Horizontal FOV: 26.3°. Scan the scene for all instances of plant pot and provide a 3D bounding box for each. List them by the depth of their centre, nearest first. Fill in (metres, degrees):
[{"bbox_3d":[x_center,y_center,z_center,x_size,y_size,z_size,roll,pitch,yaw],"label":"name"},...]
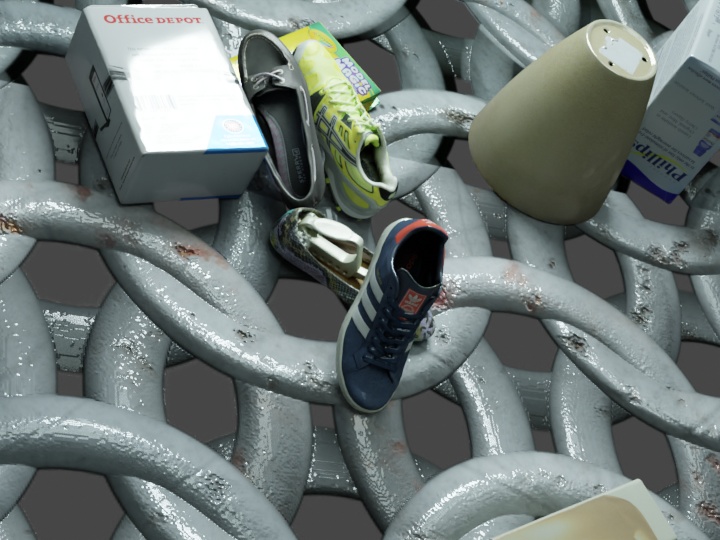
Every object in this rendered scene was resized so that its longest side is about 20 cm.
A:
[{"bbox_3d":[0.253,-0.187,1.784,0.187,0.200,0.188,16,48,-18],"label":"plant pot"}]

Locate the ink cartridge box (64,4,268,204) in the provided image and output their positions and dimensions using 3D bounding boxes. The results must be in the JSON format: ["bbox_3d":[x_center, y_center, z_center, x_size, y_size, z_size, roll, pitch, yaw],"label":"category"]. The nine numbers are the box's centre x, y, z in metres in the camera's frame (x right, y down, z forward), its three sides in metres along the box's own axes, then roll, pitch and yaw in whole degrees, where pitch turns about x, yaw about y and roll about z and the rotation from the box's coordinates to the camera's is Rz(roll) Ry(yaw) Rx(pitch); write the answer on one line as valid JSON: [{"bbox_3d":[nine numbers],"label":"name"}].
[{"bbox_3d":[-0.203,-0.175,1.597,0.146,0.084,0.200,-5,56,-32],"label":"ink cartridge box"}]

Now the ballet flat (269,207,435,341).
[{"bbox_3d":[0.000,0.000,1.580,0.200,0.072,0.072,34,45,-1],"label":"ballet flat"}]

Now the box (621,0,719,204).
[{"bbox_3d":[0.409,-0.218,1.897,0.105,0.200,0.184,33,45,-3],"label":"box"}]

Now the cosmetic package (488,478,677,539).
[{"bbox_3d":[0.188,0.273,1.438,0.200,0.105,0.071,-15,63,-35],"label":"cosmetic package"}]

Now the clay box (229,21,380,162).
[{"bbox_3d":[-0.066,-0.207,1.725,0.115,0.048,0.200,49,48,11],"label":"clay box"}]

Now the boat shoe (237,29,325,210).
[{"bbox_3d":[-0.081,-0.159,1.605,0.067,0.057,0.201,-17,89,2],"label":"boat shoe"}]

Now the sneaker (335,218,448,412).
[{"bbox_3d":[0.035,0.041,1.506,0.075,0.084,0.201,19,78,-24],"label":"sneaker"}]

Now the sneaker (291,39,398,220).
[{"bbox_3d":[-0.012,-0.157,1.651,0.075,0.076,0.201,-27,94,-40],"label":"sneaker"}]
